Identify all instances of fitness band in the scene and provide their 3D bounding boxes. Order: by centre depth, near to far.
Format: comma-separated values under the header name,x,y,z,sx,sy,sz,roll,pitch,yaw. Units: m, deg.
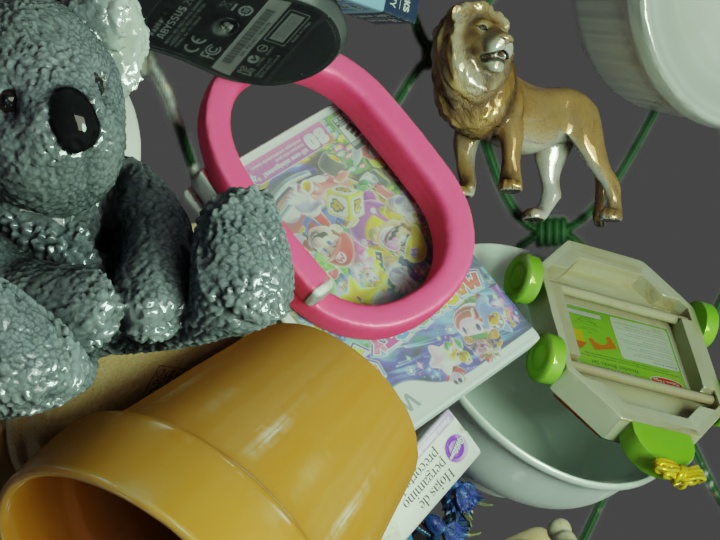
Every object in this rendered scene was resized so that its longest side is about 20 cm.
name,x,y,z,sx,sy,sz,roll,pitch,yaw
fitness band,-0.017,-0.052,1.486,0.144,0.037,0.200,-35,84,-33

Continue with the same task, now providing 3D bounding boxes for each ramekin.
name,x,y,z,sx,sy,sz,roll,pitch,yaw
ramekin,0.235,-0.199,1.708,0.202,0.094,0.203,-4,96,-39

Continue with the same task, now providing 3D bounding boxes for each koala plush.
name,x,y,z,sx,sy,sz,roll,pitch,yaw
koala plush,-0.157,-0.046,1.220,0.177,0.184,0.200,-21,97,-20

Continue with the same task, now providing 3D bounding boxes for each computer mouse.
name,x,y,z,sx,sy,sz,roll,pitch,yaw
computer mouse,-0.095,-0.170,1.420,0.200,0.138,0.053,19,44,-35

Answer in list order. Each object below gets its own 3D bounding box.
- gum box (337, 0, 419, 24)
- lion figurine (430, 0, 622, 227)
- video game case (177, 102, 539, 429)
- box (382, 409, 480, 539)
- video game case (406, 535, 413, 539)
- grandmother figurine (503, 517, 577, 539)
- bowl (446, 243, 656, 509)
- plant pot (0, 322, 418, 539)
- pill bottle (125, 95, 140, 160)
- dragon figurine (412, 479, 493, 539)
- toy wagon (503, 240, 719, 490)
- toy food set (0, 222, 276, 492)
name,x,y,z,sx,sy,sz,roll,pitch,yaw
gum box,-0.035,-0.259,1.505,0.200,0.045,0.170,14,84,-40
lion figurine,0.113,-0.102,1.639,0.200,0.072,0.123,19,68,-54
video game case,0.000,0.000,1.503,0.143,0.018,0.200,-33,80,-34
box,-0.006,0.164,1.467,0.200,0.041,0.039,-47,112,-27
video game case,-0.026,0.193,1.487,0.143,0.018,0.200,-20,98,-33
grandmother figurine,0.142,0.222,1.594,0.060,0.200,0.121,-20,104,-10
bowl,0.105,0.086,1.598,0.201,0.090,0.201,21,40,-19
plant pot,-0.068,0.131,1.353,0.183,0.200,0.200,-46,121,-36
pill bottle,-0.228,-0.062,1.312,0.200,0.113,0.113,-1,94,-41
dragon figurine,0.070,0.215,1.597,0.059,0.099,0.200,-42,119,-29
toy wagon,0.174,0.065,1.569,0.155,0.040,0.200,15,43,-27
toy food set,-0.127,0.054,1.406,0.198,0.049,0.200,-9,129,-45
